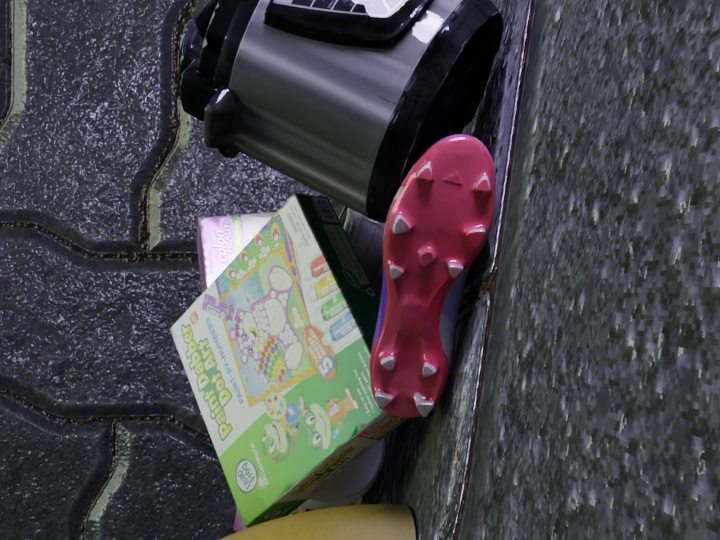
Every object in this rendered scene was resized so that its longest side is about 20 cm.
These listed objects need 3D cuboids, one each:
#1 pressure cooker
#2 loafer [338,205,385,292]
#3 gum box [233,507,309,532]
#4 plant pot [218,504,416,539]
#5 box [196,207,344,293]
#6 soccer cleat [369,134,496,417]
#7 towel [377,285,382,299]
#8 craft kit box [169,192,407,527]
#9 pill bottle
[{"bbox_3d":[-0.023,-0.144,0.704,0.179,0.200,0.176,-64,-13,12],"label":"pressure cooker"},{"bbox_3d":[-0.039,0.029,0.879,0.200,0.070,0.070,-57,20,4],"label":"loafer"},{"bbox_3d":[-0.079,0.255,1.191,0.113,0.066,0.200,34,123,38],"label":"gum box"},{"bbox_3d":[-0.050,0.261,0.726,0.200,0.142,0.200,-170,90,-85],"label":"plant pot"},{"bbox_3d":[-0.103,0.022,1.295,0.097,0.200,0.176,114,148,-64],"label":"box"},{"bbox_3d":[0.045,0.003,0.670,0.076,0.067,0.200,-77,-3,-71],"label":"soccer cleat"},{"bbox_3d":[0.000,0.000,0.971,0.133,0.034,0.200,-53,22,15],"label":"towel"},{"bbox_3d":[-0.060,0.074,0.820,0.198,0.049,0.200,-46,57,33],"label":"craft kit box"},{"bbox_3d":[-0.039,0.169,0.953,0.200,0.116,0.116,125,155,-77],"label":"pill bottle"}]
